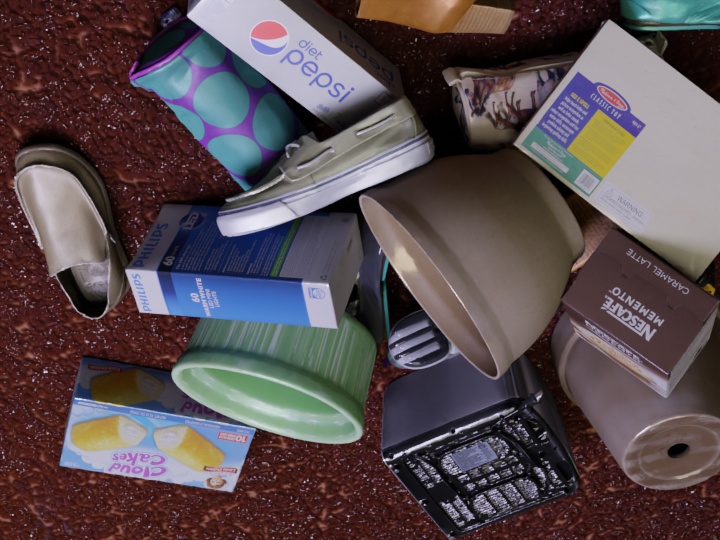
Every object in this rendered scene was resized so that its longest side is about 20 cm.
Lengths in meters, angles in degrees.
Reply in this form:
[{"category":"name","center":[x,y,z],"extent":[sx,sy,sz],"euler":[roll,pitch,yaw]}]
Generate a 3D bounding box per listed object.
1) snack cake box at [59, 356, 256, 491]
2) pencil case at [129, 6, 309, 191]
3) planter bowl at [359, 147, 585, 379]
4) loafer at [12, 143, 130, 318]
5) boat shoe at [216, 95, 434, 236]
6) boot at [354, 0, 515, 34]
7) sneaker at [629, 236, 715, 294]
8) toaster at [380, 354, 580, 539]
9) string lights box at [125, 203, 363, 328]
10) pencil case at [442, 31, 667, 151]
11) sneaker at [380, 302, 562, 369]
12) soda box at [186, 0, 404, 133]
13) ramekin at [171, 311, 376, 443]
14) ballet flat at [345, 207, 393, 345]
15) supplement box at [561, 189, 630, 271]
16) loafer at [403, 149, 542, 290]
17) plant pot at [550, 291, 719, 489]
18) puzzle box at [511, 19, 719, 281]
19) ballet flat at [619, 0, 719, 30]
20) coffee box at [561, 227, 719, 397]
[{"category":"snack cake box","center":[-0.225,0.174,1.301],"extent":[0.200,0.067,0.115],"euler":[11,127,-13]},{"category":"pencil case","center":[-0.115,-0.135,1.037],"extent":[0.092,0.085,0.200],"euler":[-14,134,34]},{"category":"planter bowl","center":[0.111,-0.024,1.031],"extent":[0.135,0.200,0.200],"euler":[-37,128,-7]},{"category":"loafer","center":[-0.273,-0.034,1.121],"extent":[0.076,0.068,0.200],"euler":[-15,130,8]},{"category":"boat shoe","center":[-0.036,-0.089,1.008],"extent":[0.200,0.072,0.062],"euler":[-23,98,0]},{"category":"boot","center":[0.074,-0.278,0.941],"extent":[0.144,0.071,0.201],"euler":[6,134,-13]},{"category":"sneaker","center":[0.309,-0.008,1.109],"extent":[0.070,0.090,0.200],"euler":[-35,169,11]},{"category":"toaster","center":[0.140,0.188,1.306],"extent":[0.200,0.119,0.181],"euler":[-25,128,16]},{"category":"string lights box","center":[-0.107,-0.007,1.099],"extent":[0.200,0.103,0.059],"euler":[4,133,16]},{"category":"pencil case","center":[0.176,-0.160,1.044],"extent":[0.200,0.078,0.090],"euler":[-9,124,3]},{"category":"sneaker","center":[0.114,0.051,1.228],"extent":[0.200,0.075,0.088],"euler":[-18,171,-15]},{"category":"soda box","center":[-0.053,-0.196,1.002],"extent":[0.200,0.068,0.063],"euler":[35,118,-28]},{"category":"ramekin","center":[-0.080,0.093,1.176],"extent":[0.200,0.098,0.200],"euler":[15,158,6]},{"category":"ballet flat","center":[0.000,0.000,1.173],"extent":[0.073,0.073,0.200],"euler":[-1,132,-3]},{"category":"supplement box","center":[0.238,-0.065,1.089],"extent":[0.200,0.067,0.069],"euler":[-38,89,33]},{"category":"loafer","center":[0.112,-0.037,1.148],"extent":[0.076,0.068,0.200],"euler":[23,124,-22]},{"category":"plant pot","center":[0.317,0.130,1.238],"extent":[0.200,0.174,0.200],"euler":[-3,131,-3]},{"category":"puzzle box","center":[0.247,-0.102,0.996],"extent":[0.200,0.025,0.133],"euler":[38,98,-2]},{"category":"ballet flat","center":[0.324,-0.238,1.002],"extent":[0.200,0.067,0.071],"euler":[2,116,-9]},{"category":"coffee box","center":[0.257,0.044,1.071],"extent":[0.080,0.114,0.200],"euler":[-53,161,-1]}]
